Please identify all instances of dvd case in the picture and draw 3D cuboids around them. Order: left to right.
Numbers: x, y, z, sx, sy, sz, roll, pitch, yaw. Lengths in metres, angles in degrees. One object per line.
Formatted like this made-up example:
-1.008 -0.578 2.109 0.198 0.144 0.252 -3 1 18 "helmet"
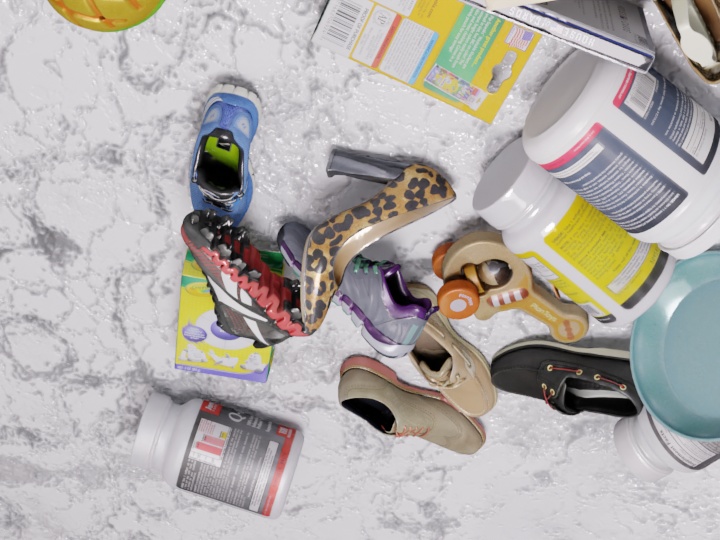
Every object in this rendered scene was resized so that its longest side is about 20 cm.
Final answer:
0.169 -0.246 1.416 0.199 0.151 0.025 22 116 -4 "dvd case"

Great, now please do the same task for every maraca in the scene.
-0.235 -0.309 1.495 0.137 0.107 0.200 41 127 -19 "maraca"

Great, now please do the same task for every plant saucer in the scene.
0.376 0.081 1.640 0.036 0.201 0.200 10 144 -44 "plant saucer"

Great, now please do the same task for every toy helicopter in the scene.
0.181 0.016 1.704 0.199 0.079 0.132 31 122 -27 "toy helicopter"

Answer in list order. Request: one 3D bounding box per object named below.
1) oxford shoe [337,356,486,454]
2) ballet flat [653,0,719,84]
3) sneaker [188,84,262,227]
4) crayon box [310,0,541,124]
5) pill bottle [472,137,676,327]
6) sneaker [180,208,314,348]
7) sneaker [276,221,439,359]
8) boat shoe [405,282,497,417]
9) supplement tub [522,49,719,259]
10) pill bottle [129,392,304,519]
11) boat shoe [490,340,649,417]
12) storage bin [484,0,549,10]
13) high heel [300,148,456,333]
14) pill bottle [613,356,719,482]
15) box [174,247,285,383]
0.057 0.181 1.858 0.199 0.075 0.071 26 131 -8 "oxford shoe"
0.294 -0.251 1.430 0.067 0.073 0.201 -17 123 28 "ballet flat"
-0.155 -0.101 1.662 0.078 0.090 0.201 14 138 3 "sneaker"
0.067 -0.240 1.513 0.199 0.052 0.126 25 131 -6 "crayon box"
0.219 -0.041 1.602 0.200 0.115 0.114 37 129 -18 "pill bottle"
-0.137 0.017 1.684 0.098 0.071 0.200 -29 124 24 "sneaker"
0.000 0.000 1.703 0.200 0.074 0.088 43 122 9 "sneaker"
0.092 0.107 1.793 0.071 0.065 0.200 -21 121 29 "boat shoe"
0.269 -0.117 1.506 0.199 0.141 0.140 35 129 -15 "supplement tub"
-0.178 0.227 1.932 0.198 0.116 0.116 18 132 -1 "pill bottle"
0.232 0.126 1.758 0.200 0.063 0.074 3 140 32 "boat shoe"
0.196 -0.321 1.314 0.198 0.199 0.094 -6 132 19 "storage bin"
0.016 -0.021 1.638 0.141 0.202 0.071 12 175 9 "high heel"
0.380 0.157 1.730 0.110 0.111 0.200 38 129 -18 "pill bottle"
-0.152 0.046 1.799 0.116 0.049 0.201 9 136 -2 "box"
